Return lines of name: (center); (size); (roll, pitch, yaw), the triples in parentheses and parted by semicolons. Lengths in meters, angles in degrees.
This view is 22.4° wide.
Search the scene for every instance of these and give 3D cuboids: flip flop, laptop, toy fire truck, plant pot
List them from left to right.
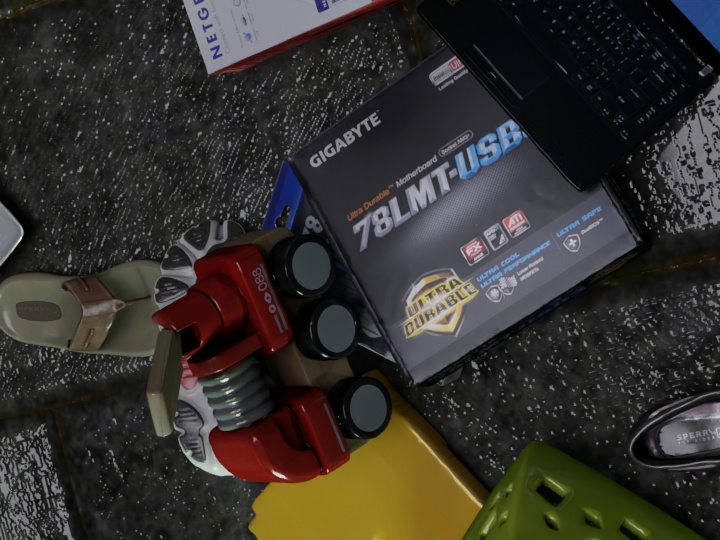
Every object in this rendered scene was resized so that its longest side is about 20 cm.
flip flop: (-0.227, 0.033, 1.490); (0.199, 0.057, 0.082); (1, 98, 27)
toy fire truck: (-0.087, 0.082, 1.294); (0.128, 0.199, 0.177); (-5, 110, 53)
plant pot: (0.138, 0.271, 1.254); (0.198, 0.182, 0.201); (31, 113, 5)
laptop: (0.168, -0.191, 1.223); (0.200, 0.103, 0.177); (-39, 77, -8)

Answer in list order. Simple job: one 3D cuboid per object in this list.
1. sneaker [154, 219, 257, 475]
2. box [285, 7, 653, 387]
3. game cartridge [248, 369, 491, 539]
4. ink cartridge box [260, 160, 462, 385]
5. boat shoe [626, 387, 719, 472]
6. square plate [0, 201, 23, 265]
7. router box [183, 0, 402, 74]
sneaker: (-0.114, 0.061, 1.432); (0.080, 0.083, 0.202); (-3, 81, 13)
box: (0.075, -0.050, 1.301); (0.199, 0.050, 0.199); (-32, 78, 16)
game cartridge: (0.024, 0.207, 1.409); (0.200, 0.032, 0.176); (48, 115, 15)
ink cartridge box: (0.000, 0.000, 1.381); (0.199, 0.039, 0.100); (25, 109, 22)
boat shoe: (0.277, 0.104, 1.245); (0.199, 0.057, 0.067); (-17, 90, 28)
square plate: (-0.398, -0.038, 1.583); (0.200, 0.028, 0.198); (47, 115, 13)
router box: (-0.064, -0.271, 1.363); (0.179, 0.049, 0.201); (-20, 89, 28)
